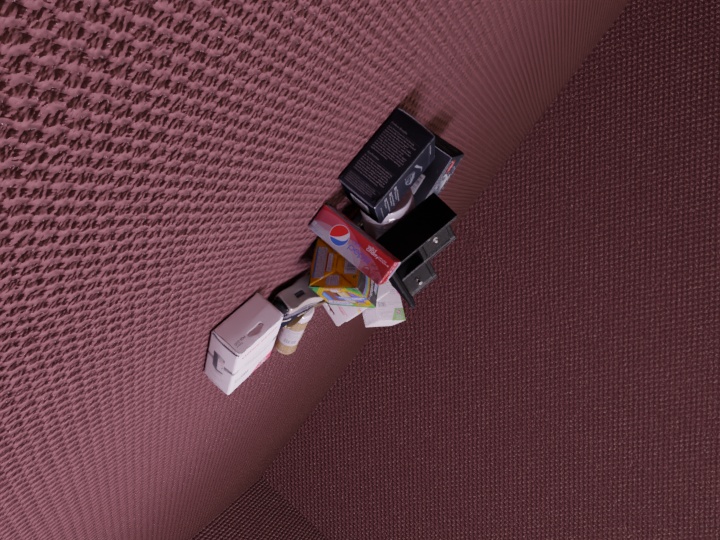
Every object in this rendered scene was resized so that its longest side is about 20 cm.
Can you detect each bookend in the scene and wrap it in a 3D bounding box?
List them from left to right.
[{"bbox_3d":[0.144,-0.042,1.580,0.198,0.092,0.200,-39,146,-3],"label":"bookend"}]

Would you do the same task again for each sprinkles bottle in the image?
[{"bbox_3d":[-0.181,0.150,1.812,0.068,0.068,0.200,-42,167,-39],"label":"sprinkles bottle"}]

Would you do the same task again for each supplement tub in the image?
[{"bbox_3d":[0.071,-0.115,1.626,0.132,0.131,0.201,-46,148,-24],"label":"supplement tub"}]

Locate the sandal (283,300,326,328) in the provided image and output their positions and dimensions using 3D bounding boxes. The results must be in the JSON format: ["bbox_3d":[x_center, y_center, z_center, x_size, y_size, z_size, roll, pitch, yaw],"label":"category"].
[{"bbox_3d":[-0.144,0.077,1.709,0.200,0.081,0.054,-41,-176,-29],"label":"sandal"}]

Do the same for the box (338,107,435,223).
[{"bbox_3d":[0.061,-0.219,1.438,0.200,0.104,0.148,-50,170,-4],"label":"box"}]

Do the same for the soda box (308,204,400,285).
[{"bbox_3d":[-0.011,-0.055,1.433,0.064,0.200,0.070,-53,170,10],"label":"soda box"}]

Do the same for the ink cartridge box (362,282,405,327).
[{"bbox_3d":[0.054,0.063,2.022,0.116,0.202,0.067,2,160,-43],"label":"ink cartridge box"}]

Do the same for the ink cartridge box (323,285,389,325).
[{"bbox_3d":[-0.023,0.065,1.931,0.067,0.118,0.200,-31,176,-46],"label":"ink cartridge box"}]

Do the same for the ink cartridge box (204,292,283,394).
[{"bbox_3d":[-0.257,0.162,1.473,0.146,0.085,0.200,-43,170,-35],"label":"ink cartridge box"}]

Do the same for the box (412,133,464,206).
[{"bbox_3d":[0.163,-0.243,1.755,0.201,0.104,0.182,-58,172,21],"label":"box"}]

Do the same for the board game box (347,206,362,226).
[{"bbox_3d":[-0.020,-0.120,1.686,0.200,0.019,0.103,-48,171,-13],"label":"board game box"}]

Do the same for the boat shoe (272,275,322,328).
[{"bbox_3d":[-0.159,0.077,1.629,0.093,0.075,0.200,-47,167,31],"label":"boat shoe"}]

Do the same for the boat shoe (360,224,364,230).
[{"bbox_3d":[-0.008,-0.066,1.813,0.200,0.062,0.075,-55,171,29],"label":"boat shoe"}]

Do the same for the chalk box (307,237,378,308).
[{"bbox_3d":[-0.026,0.014,1.603,0.200,0.123,0.126,51,45,-65],"label":"chalk box"}]
